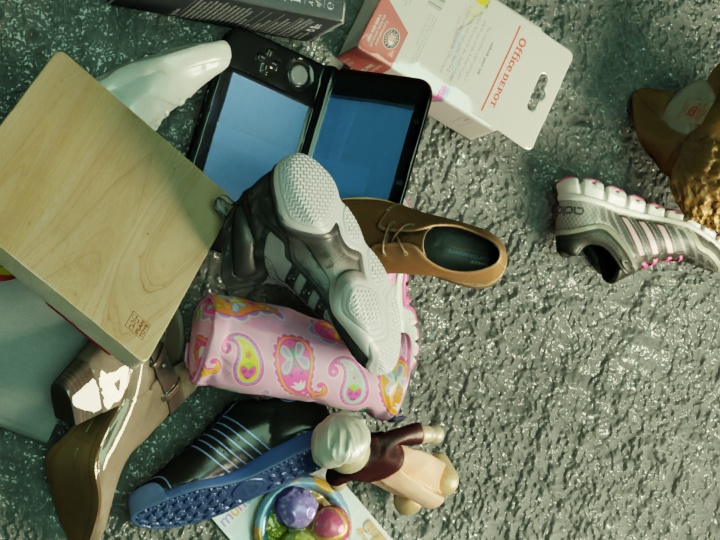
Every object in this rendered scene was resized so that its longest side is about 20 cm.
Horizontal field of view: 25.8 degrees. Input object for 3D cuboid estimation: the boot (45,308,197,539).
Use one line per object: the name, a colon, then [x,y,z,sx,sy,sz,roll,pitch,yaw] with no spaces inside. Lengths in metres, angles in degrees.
boot: [-0.201,0.130,1.371,0.146,0.070,0.202,-32,137,-43]

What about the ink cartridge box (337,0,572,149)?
ink cartridge box: [0.093,-0.206,1.505,0.199,0.067,0.118,30,78,-15]

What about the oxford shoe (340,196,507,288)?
oxford shoe: [0.031,-0.029,1.359,0.197,0.071,0.072,6,84,3]

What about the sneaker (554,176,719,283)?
sneaker: [0.275,-0.023,1.565,0.198,0.074,0.089,19,85,-17]

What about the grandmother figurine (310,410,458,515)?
grandmother figurine: [0.020,0.169,1.396,0.121,0.200,0.061,-38,59,14]

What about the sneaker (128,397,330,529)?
sneaker: [-0.120,0.164,1.410,0.198,0.070,0.078,-20,58,-10]

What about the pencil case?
pencil case: [-0.052,0.078,1.374,0.198,0.087,0.089,13,83,-19]

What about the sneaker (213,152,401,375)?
sneaker: [-0.048,0.007,1.332,0.202,0.113,0.075,63,31,-11]

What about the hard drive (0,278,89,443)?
hard drive: [-0.330,0.046,1.328,0.198,0.033,0.141,23,99,-18]

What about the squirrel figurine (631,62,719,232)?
squirrel figurine: [0.381,-0.093,1.564,0.186,0.141,0.202,37,40,-34]

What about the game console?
game console: [-0.054,-0.103,1.413,0.171,0.118,0.203,21,79,-29]

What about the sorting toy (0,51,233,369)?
sorting toy: [-0.229,-0.042,1.291,0.198,0.069,0.201,41,45,-16]

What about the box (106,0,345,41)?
box: [-0.114,-0.303,1.410,0.197,0.107,0.151,7,85,-20]

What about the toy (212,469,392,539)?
toy: [-0.038,0.249,1.442,0.115,0.047,0.201,-43,102,-18]

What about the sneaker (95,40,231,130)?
sneaker: [-0.198,-0.138,1.393,0.198,0.075,0.089,-24,102,-9]

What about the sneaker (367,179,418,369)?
sneaker: [0.000,0.000,1.452,0.087,0.081,0.203,-3,88,-22]
